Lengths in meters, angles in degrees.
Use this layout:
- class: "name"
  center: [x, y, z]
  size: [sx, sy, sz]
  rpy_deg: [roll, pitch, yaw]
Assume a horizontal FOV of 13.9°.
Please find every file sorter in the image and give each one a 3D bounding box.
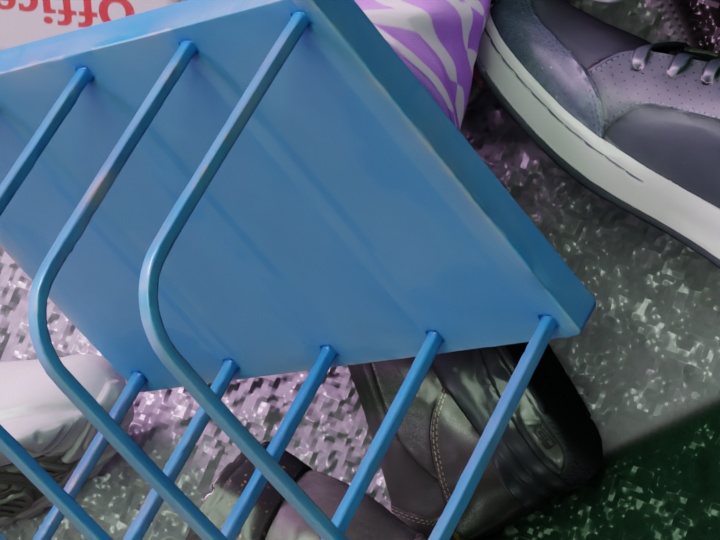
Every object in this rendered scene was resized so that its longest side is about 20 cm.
- class: "file sorter"
  center: [-0.063, 0.018, 0.862]
  size: [0.199, 0.139, 0.123]
  rpy_deg: [-10, 42, 44]

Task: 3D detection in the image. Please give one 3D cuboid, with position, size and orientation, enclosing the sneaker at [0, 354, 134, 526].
- class: "sneaker"
  center: [-0.174, 0.044, 1.024]
  size: [0.199, 0.078, 0.100]
  rpy_deg: [-12, 69, 17]

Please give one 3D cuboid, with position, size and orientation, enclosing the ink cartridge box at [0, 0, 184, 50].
- class: "ink cartridge box"
  center: [-0.113, -0.177, 1.002]
  size: [0.146, 0.083, 0.201]
  rpy_deg: [7, 113, 22]

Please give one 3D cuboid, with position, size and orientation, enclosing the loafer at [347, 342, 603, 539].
- class: "loafer"
  center: [0.000, 0.000, 0.971]
  size: [0.072, 0.073, 0.200]
  rpy_deg: [-35, 66, 14]

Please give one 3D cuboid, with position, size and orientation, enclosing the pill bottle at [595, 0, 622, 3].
- class: "pill bottle"
  center: [0.127, -0.177, 0.909]
  size: [0.200, 0.113, 0.113]
  rpy_deg: [-37, 65, -15]

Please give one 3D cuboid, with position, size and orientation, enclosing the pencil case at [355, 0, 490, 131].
- class: "pencil case"
  center: [0.002, -0.108, 0.937]
  size: [0.084, 0.086, 0.201]
  rpy_deg: [-5, 45, 13]

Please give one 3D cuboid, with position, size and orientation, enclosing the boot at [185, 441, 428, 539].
- class: "boot"
  center: [-0.015, 0.166, 0.928]
  size: [0.131, 0.070, 0.201]
  rpy_deg: [25, 103, 15]

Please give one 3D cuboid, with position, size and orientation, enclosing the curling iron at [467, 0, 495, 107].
- class: "curling iron"
  center: [0.077, -0.133, 0.997]
  size: [0.050, 0.026, 0.200]
  rpy_deg: [43, 94, 21]

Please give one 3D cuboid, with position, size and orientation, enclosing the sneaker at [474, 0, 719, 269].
- class: "sneaker"
  center: [0.142, -0.067, 0.908]
  size: [0.202, 0.077, 0.147]
  rpy_deg: [36, 114, 16]
